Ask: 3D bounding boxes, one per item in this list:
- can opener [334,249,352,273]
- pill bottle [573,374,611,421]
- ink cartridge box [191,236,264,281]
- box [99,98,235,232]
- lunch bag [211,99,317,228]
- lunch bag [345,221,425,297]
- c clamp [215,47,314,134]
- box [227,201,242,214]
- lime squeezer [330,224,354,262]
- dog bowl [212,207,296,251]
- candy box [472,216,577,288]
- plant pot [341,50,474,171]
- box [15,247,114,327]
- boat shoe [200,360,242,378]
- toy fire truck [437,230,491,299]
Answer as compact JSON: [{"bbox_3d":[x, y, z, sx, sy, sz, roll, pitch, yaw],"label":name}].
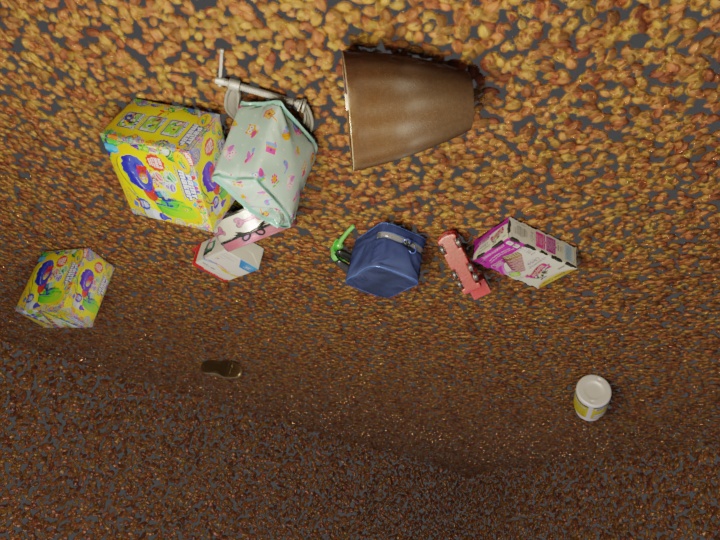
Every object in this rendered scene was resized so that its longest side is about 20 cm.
[{"bbox_3d":[0.000,0.000,1.555,0.078,0.064,0.199,-22,154,28],"label":"can opener"},{"bbox_3d":[0.797,0.446,2.101,0.113,0.115,0.200,1,151,15],"label":"pill bottle"},{"bbox_3d":[-0.369,-0.033,1.641,0.199,0.068,0.116,-18,141,42],"label":"ink cartridge box"},{"bbox_3d":[-0.365,-0.205,1.192,0.191,0.123,0.201,13,140,14],"label":"box"},{"bbox_3d":[-0.163,-0.191,1.134,0.121,0.172,0.200,8,162,25],"label":"lunch bag"},{"bbox_3d":[0.062,-0.033,1.433,0.135,0.134,0.200,21,155,-23],"label":"lunch bag"},{"bbox_3d":[-0.174,-0.306,1.113,0.198,0.027,0.171,17,152,-14],"label":"c clamp"},{"bbox_3d":[-0.301,-0.196,1.335,0.159,0.050,0.199,28,146,-34],"label":"box"},{"bbox_3d":[-0.042,-0.051,1.534,0.070,0.038,0.201,6,151,7],"label":"lime squeezer"},{"bbox_3d":[-0.228,-0.103,1.331,0.199,0.200,0.074,-17,98,40],"label":"dog bowl"},{"bbox_3d":[0.377,-0.036,1.399,0.198,0.062,0.136,20,150,-19],"label":"candy box"},{"bbox_3d":[0.076,-0.265,0.978,0.198,0.189,0.187,-6,152,-1],"label":"plant pot"},{"bbox_3d":[-0.872,0.054,1.808,0.191,0.202,0.122,-3,149,22],"label":"box"},{"bbox_3d":[-0.571,0.413,2.543,0.198,0.072,0.065,6,160,25],"label":"boat shoe"},{"bbox_3d":[0.247,-0.012,1.444,0.048,0.141,0.201,-25,101,17],"label":"toy fire truck"}]
